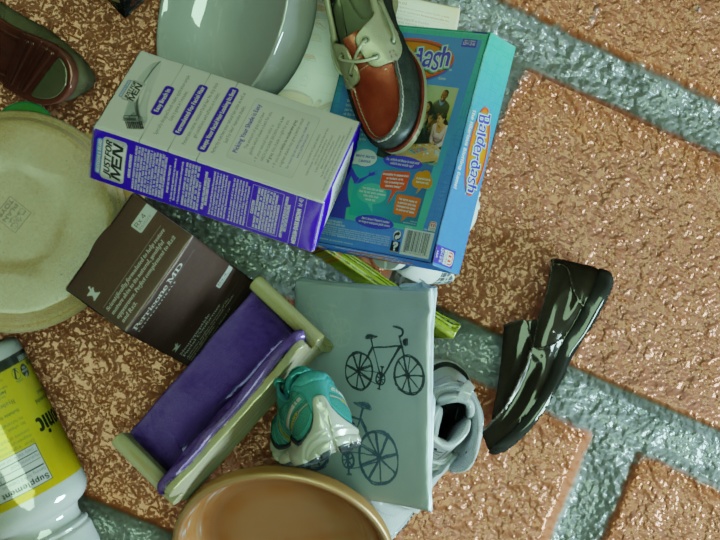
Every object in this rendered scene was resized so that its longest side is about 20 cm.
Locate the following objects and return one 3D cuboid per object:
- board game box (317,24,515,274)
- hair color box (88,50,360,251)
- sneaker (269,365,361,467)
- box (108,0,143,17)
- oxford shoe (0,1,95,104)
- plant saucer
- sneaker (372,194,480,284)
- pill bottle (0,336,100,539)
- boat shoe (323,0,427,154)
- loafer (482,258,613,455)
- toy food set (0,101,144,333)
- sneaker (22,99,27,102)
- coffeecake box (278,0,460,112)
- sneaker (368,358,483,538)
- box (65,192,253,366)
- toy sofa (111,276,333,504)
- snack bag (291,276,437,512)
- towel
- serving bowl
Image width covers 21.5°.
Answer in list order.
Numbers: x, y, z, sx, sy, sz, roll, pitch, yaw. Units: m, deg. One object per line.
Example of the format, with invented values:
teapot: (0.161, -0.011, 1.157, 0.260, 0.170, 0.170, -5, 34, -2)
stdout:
board game box: (0.038, -0.107, 1.617, 0.045, 0.152, 0.201, 19, 84, -51)
hair color box: (-0.112, -0.100, 1.570, 0.199, 0.065, 0.110, 20, 45, 4)
sneaker: (-0.041, 0.119, 1.618, 0.077, 0.200, 0.080, -17, 88, -12)
box: (-0.236, -0.290, 1.630, 0.038, 0.200, 0.137, -43, 95, -4)
oxford shoe: (-0.326, -0.206, 1.694, 0.200, 0.075, 0.071, 35, 104, 13)
plant saucer: (-0.068, 0.244, 1.701, 0.199, 0.038, 0.201, 3, 127, 4)
sneaker: (0.072, -0.088, 1.674, 0.080, 0.076, 0.201, 18, 91, -33)
pill bottle: (-0.310, 0.169, 1.679, 0.111, 0.111, 0.201, -26, 95, -5)
boat shoe: (0.005, -0.193, 1.598, 0.071, 0.062, 0.201, -23, 65, 30)
loafer: (0.158, 0.076, 1.755, 0.071, 0.073, 0.201, 30, 83, 4)
toy food set: (-0.298, -0.046, 1.635, 0.197, 0.049, 0.201, 22, 80, -2)
sneaker: (-0.257, -0.071, 1.701, 0.087, 0.075, 0.200, -39, 95, -10)
coffeecake box: (-0.007, -0.153, 1.723, 0.153, 0.073, 0.201, 11, 90, -8)
sneaker: (0.045, 0.174, 1.714, 0.075, 0.115, 0.201, 30, 88, -10)
box: (-0.168, 0.013, 1.642, 0.075, 0.200, 0.100, 34, 88, 19)
toy sofa: (-0.123, 0.106, 1.667, 0.083, 0.098, 0.200, 43, 94, 15)
snack bag: (0.000, 0.104, 1.688, 0.021, 0.188, 0.201, -1, 93, -42)
towel: (0.000, 0.000, 1.722, 0.200, 0.086, 0.018, 35, 85, -6)
serving bowl: (-0.099, -0.225, 1.669, 0.066, 0.200, 0.201, 11, 90, -39)
